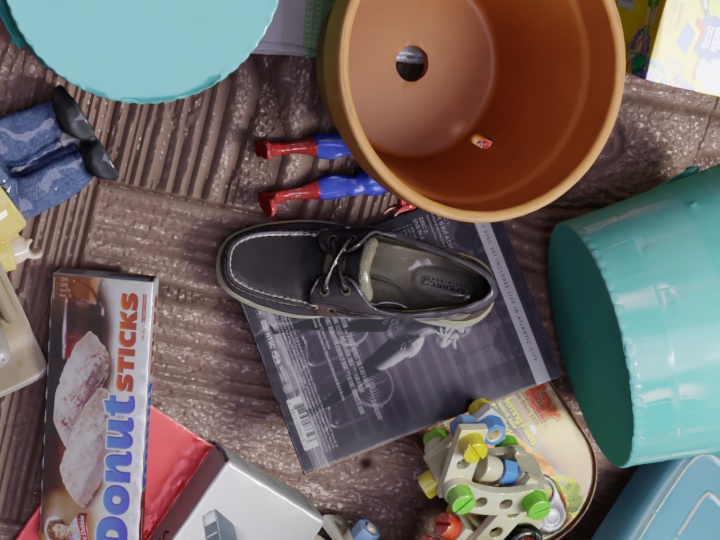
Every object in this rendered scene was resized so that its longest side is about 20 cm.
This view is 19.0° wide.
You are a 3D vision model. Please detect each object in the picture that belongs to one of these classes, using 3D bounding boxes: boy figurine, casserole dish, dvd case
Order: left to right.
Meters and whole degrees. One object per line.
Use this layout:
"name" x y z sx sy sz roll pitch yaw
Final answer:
"boy figurine" -0.265 -0.048 1.424 0.199 0.064 0.125 -30 114 -9
"dvd case" 0.026 0.040 1.527 0.199 0.016 0.150 -20 83 -10
"casserole dish" 0.239 0.213 1.611 0.121 0.039 0.200 45 62 -13

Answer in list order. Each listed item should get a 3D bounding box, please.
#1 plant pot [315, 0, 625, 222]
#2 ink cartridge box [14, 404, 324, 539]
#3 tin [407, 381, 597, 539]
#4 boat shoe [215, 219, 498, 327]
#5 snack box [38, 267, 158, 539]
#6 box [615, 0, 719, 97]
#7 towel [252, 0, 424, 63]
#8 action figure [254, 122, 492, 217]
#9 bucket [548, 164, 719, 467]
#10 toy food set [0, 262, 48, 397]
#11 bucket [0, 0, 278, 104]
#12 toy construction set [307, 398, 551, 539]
"plant pot" 0.055 -0.137 1.418 0.198 0.140 0.202 -2 96 -21
"ink cartridge box" -0.152 0.211 1.537 0.176 0.045 0.201 34 93 -23
"tin" 0.097 0.116 1.590 0.112 0.042 0.201 -34 111 -1
"boat shoe" 0.000 0.000 1.489 0.198 0.065 0.073 10 79 -5
"snack box" -0.182 0.101 1.491 0.071 0.024 0.202 5 100 3
"box" 0.284 -0.222 1.511 0.191 0.122 0.202 9 102 -20
"towel" 0.008 -0.217 1.478 0.198 0.031 0.150 3 104 -18
"action figure" 0.028 -0.076 1.514 0.198 0.052 0.066 -9 102 -16
"bucket" 0.223 0.037 1.516 0.134 0.207 0.209 -13 108 -9
"toy food set" -0.289 0.046 1.395 0.143 0.061 0.200 -25 151 -9
"bucket" -0.140 -0.202 1.365 0.205 0.135 0.209 -1 101 -7
"toy construction set" 0.056 0.181 1.532 0.131 0.093 0.200 24 129 -36
